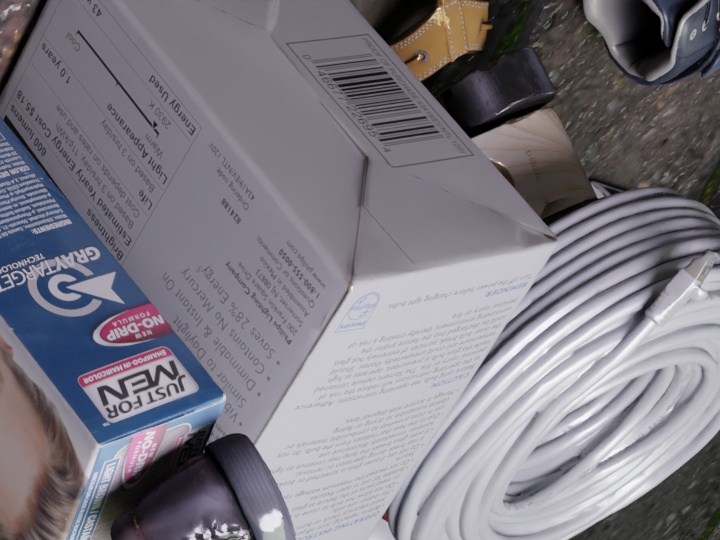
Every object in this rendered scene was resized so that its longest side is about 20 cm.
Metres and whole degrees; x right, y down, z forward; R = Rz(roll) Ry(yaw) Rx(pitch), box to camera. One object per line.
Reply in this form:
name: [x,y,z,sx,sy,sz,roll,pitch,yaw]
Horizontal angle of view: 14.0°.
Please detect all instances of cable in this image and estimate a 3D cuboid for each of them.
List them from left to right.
cable: [0.090,0.052,1.273,0.200,0.069,0.200,-35,156,-3]

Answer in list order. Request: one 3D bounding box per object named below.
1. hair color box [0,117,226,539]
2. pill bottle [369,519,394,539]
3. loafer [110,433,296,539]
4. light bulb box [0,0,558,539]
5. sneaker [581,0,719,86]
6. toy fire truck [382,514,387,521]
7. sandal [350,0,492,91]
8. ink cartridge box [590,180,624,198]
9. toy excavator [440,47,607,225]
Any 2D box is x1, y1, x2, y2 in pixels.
hair color box: [-0.141,0.018,1.097,0.061,0.200,0.100,-20,147,-37]
pill bottle: [-0.013,0.165,1.596,0.200,0.114,0.114,-46,154,16]
loafer: [-0.059,0.130,1.094,0.063,0.072,0.200,-23,148,-15]
light bulb box: [-0.059,0.002,1.186,0.125,0.198,0.200,-10,141,-44]
sneaker: [0.191,-0.168,1.402,0.146,0.077,0.202,-13,144,-49]
toy fire truck: [0.046,0.055,1.418,0.176,0.200,0.129,-33,116,-16]
sandal: [0.023,-0.100,1.304,0.082,0.055,0.200,-23,149,-33]
ink cartridge box: [0.124,0.044,1.685,0.200,0.047,0.198,-51,153,16]
toy excavator: [0.000,0.000,1.340,0.194,0.100,0.200,-24,173,-22]
